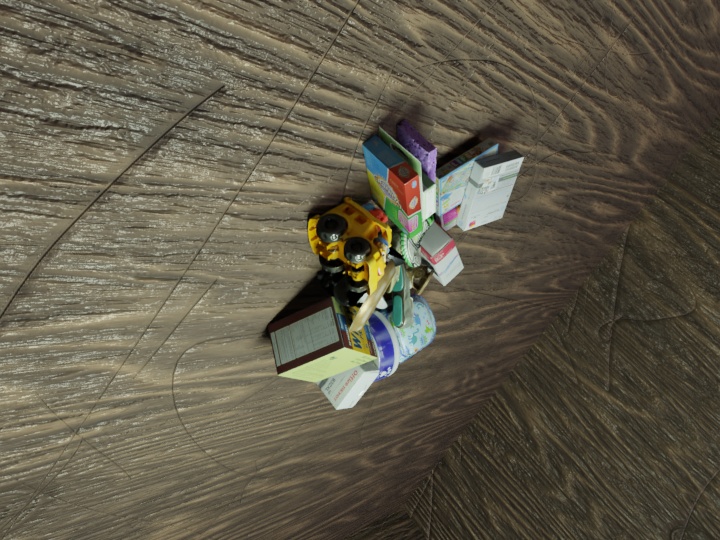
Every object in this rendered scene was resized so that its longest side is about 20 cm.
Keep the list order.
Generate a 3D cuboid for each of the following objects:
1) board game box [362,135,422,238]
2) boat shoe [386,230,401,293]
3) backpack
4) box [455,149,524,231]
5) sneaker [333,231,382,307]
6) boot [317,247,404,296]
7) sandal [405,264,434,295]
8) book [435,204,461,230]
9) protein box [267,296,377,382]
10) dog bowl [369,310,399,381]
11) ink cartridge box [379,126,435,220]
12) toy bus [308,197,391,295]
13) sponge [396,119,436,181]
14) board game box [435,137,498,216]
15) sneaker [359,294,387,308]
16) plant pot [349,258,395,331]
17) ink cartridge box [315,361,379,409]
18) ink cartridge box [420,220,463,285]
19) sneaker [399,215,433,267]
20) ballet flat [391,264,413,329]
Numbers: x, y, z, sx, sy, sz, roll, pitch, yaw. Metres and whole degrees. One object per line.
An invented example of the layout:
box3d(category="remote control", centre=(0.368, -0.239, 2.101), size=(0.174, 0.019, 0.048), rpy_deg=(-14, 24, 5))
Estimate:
box3d(category="board game box", centre=(0.075, -0.184, 1.423), size=(0.040, 0.153, 0.201), rpy_deg=(-35, 149, -13))
box3d(category="boat shoe", centre=(0.086, -0.021, 1.741), size=(0.062, 0.073, 0.203), rpy_deg=(-27, 139, -25))
box3d(category="backpack", centre=(0.139, 0.170, 1.924), size=(0.198, 0.186, 0.146), rpy_deg=(-27, -173, -36))
box3d(category="box", centre=(0.345, -0.214, 1.699), size=(0.154, 0.041, 0.203), rpy_deg=(-20, 138, -31))
box3d(category="sneaker", centre=(0.013, 0.004, 1.514), size=(0.075, 0.091, 0.203), rpy_deg=(27, 93, -21))
box3d(category="boot", centre=(0.001, 0.001, 1.611), size=(0.196, 0.074, 0.164), rpy_deg=(18, 110, -34))
box3d(category="sandal", centre=(0.156, 0.018, 1.765), size=(0.078, 0.069, 0.212), rpy_deg=(-57, 175, 1))
box3d(category="book", centre=(0.262, -0.206, 1.754), size=(0.133, 0.048, 0.201), rpy_deg=(-37, 149, -12))
box3d(category="protein box", centre=(-0.095, 0.183, 1.628), size=(0.197, 0.137, 0.198), rpy_deg=(-24, 157, 19))
box3d(category="dog bowl", centre=(0.021, 0.220, 1.833), size=(0.078, 0.201, 0.202), rpy_deg=(-16, 141, -36))
box3d(category="ink cartridge box", centre=(0.107, -0.223, 1.420), size=(0.048, 0.146, 0.201), rpy_deg=(-34, 150, -17))
box3d(category="toy bus", centre=(0.006, -0.071, 1.446), size=(0.191, 0.199, 0.137), rpy_deg=(-37, 150, -26))
box3d(category="sponge", centre=(0.130, -0.239, 1.464), size=(0.030, 0.112, 0.201), rpy_deg=(-34, 150, -17))
box3d(category="board game box", centre=(0.273, -0.244, 1.659), size=(0.198, 0.034, 0.136), rpy_deg=(-32, 144, -18))
box3d(category="sneaker", centre=(0.008, 0.065, 1.767), size=(0.088, 0.076, 0.200), rpy_deg=(-33, 147, 7))
box3d(category="plant pot", centre=(0.034, 0.065, 1.529), size=(0.202, 0.027, 0.200), rpy_deg=(-59, 175, -9))
box3d(category="ink cartridge box", centre=(-0.064, 0.265, 1.779), size=(0.146, 0.200, 0.083), rpy_deg=(-53, 150, 18))
box3d(category="ink cartridge box", centre=(0.197, -0.064, 1.744), size=(0.085, 0.148, 0.200), rpy_deg=(-41, 150, -4))
box3d(category="sneaker", centre=(0.142, -0.102, 1.600), size=(0.078, 0.083, 0.204), rpy_deg=(-61, 151, -65))
box3d(category="ballet flat", centre=(0.122, 0.064, 1.813), size=(0.063, 0.067, 0.205), rpy_deg=(-2, 90, -38))
